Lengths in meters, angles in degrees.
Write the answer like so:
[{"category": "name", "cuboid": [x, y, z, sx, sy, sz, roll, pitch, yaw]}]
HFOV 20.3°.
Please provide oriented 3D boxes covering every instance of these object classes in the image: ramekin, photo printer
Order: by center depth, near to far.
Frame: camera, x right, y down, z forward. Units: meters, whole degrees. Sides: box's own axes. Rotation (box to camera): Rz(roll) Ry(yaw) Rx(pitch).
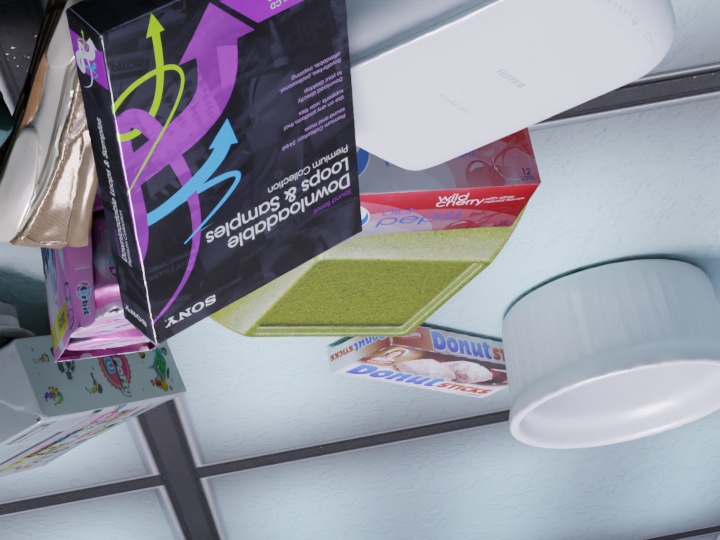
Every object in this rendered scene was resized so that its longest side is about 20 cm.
[{"category": "photo printer", "cuboid": [0.069, -0.133, 1.115, 0.199, 0.070, 0.166, -22, 156, 25]}, {"category": "ramekin", "cuboid": [0.211, 0.068, 1.652, 0.199, 0.098, 0.201, -10, 158, -4]}]

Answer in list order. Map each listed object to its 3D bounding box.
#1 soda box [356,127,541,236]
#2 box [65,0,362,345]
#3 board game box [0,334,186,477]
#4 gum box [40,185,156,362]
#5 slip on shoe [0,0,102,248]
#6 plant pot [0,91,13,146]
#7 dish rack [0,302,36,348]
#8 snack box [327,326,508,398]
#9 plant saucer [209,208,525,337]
[{"category": "soda box", "cuboid": [0.007, -0.064, 1.256, 0.198, 0.071, 0.063, -5, 157, -16]}, {"category": "box", "cuboid": [-0.067, -0.072, 1.026, 0.142, 0.036, 0.201, -29, 138, -25]}, {"category": "board game box", "cuboid": [-0.240, 0.100, 1.459, 0.147, 0.065, 0.200, -27, 171, 22]}, {"category": "gum box", "cuboid": [-0.148, -0.016, 1.174, 0.066, 0.114, 0.200, -6, 173, -13]}, {"category": "slip on shoe", "cuboid": [-0.137, -0.095, 1.017, 0.060, 0.076, 0.201, 17, 116, -16]}, {"category": "plant pot", "cuboid": [-0.258, -0.067, 0.990, 0.134, 0.201, 0.200, -44, 152, 7]}, {"category": "dish rack", "cuboid": [-0.344, 0.057, 1.419, 0.171, 0.044, 0.200, 6, 153, -39]}, {"category": "snack box", "cuboid": [0.065, 0.076, 1.698, 0.072, 0.024, 0.199, -26, 154, 37]}, {"category": "plant saucer", "cuboid": [0.000, 0.000, 1.443, 0.199, 0.048, 0.200, 0, 156, -28]}]
